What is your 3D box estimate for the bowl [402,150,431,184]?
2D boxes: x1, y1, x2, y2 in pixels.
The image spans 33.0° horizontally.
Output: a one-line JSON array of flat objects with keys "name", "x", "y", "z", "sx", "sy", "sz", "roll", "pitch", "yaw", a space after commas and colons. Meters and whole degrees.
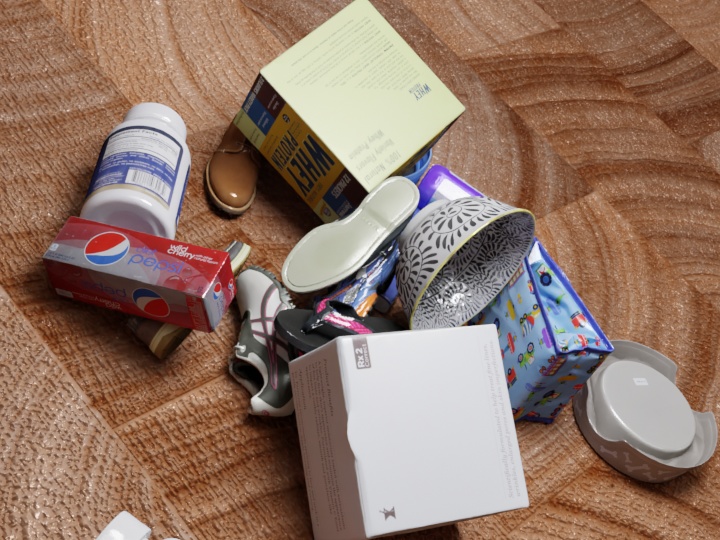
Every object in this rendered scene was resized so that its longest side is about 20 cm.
[{"name": "bowl", "x": 0.000, "y": -0.172, "z": 1.704, "sx": 0.198, "sy": 0.040, "sz": 0.202, "roll": 10, "pitch": 38, "yaw": -8}]

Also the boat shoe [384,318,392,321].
[{"name": "boat shoe", "x": 0.018, "y": 0.122, "z": 1.417, "sx": 0.075, "sy": 0.072, "sz": 0.201, "roll": 27, "pitch": 40, "yaw": -5}]

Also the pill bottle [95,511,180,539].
[{"name": "pill bottle", "x": -0.159, "y": 0.311, "z": 1.083, "sx": 0.199, "sy": 0.110, "sz": 0.110, "roll": 36, "pitch": 40, "yaw": 5}]

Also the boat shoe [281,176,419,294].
[{"name": "boat shoe", "x": -0.011, "y": -0.031, "z": 1.439, "sx": 0.074, "sy": 0.066, "sz": 0.199, "roll": 39, "pitch": 69, "yaw": 17}]

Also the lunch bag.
[{"name": "lunch bag", "x": 0.204, "y": 0.069, "z": 1.528, "sx": 0.093, "sy": 0.151, "sz": 0.201, "roll": 1, "pitch": 49, "yaw": -32}]

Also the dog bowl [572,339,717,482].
[{"name": "dog bowl", "x": 0.365, "y": 0.187, "z": 1.584, "sx": 0.198, "sy": 0.059, "sz": 0.201, "roll": 18, "pitch": 41, "yaw": -17}]

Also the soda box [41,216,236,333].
[{"name": "soda box", "x": -0.238, "y": 0.004, "z": 1.315, "sx": 0.198, "sy": 0.064, "sz": 0.070, "roll": 14, "pitch": 50, "yaw": 16}]

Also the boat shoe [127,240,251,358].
[{"name": "boat shoe", "x": -0.192, "y": 0.017, "z": 1.389, "sx": 0.065, "sy": 0.073, "sz": 0.200, "roll": 38, "pitch": 40, "yaw": 0}]

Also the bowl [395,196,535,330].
[{"name": "bowl", "x": 0.107, "y": -0.023, "z": 1.451, "sx": 0.200, "sy": 0.202, "sz": 0.094, "roll": -19, "pitch": 56, "yaw": -43}]

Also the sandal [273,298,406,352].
[{"name": "sandal", "x": -0.014, "y": 0.059, "z": 1.364, "sx": 0.198, "sy": 0.045, "sz": 0.075, "roll": 5, "pitch": 33, "yaw": -40}]

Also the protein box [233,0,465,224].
[{"name": "protein box", "x": -0.015, "y": -0.198, "z": 1.557, "sx": 0.200, "sy": 0.135, "sz": 0.198, "roll": 47, "pitch": 61, "yaw": 2}]

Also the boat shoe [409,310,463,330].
[{"name": "boat shoe", "x": 0.111, "y": 0.029, "z": 1.576, "sx": 0.059, "sy": 0.072, "sz": 0.201, "roll": 28, "pitch": 43, "yaw": -13}]

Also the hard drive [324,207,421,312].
[{"name": "hard drive", "x": 0.021, "y": -0.040, "z": 1.620, "sx": 0.131, "sy": 0.025, "sz": 0.200, "roll": 34, "pitch": 40, "yaw": 3}]

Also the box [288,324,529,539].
[{"name": "box", "x": 0.048, "y": 0.171, "z": 1.275, "sx": 0.198, "sy": 0.130, "sz": 0.201, "roll": -3, "pitch": 78, "yaw": -28}]

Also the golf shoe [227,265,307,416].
[{"name": "golf shoe", "x": -0.113, "y": 0.077, "z": 1.381, "sx": 0.087, "sy": 0.078, "sz": 0.201, "roll": -9, "pitch": 52, "yaw": -27}]

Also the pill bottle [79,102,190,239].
[{"name": "pill bottle", "x": -0.261, "y": -0.108, "z": 1.444, "sx": 0.110, "sy": 0.111, "sz": 0.201, "roll": 20, "pitch": 41, "yaw": -14}]

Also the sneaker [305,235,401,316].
[{"name": "sneaker", "x": 0.000, "y": 0.000, "z": 1.499, "sx": 0.078, "sy": 0.076, "sz": 0.201, "roll": 30, "pitch": 56, "yaw": 4}]

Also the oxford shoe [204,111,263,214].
[{"name": "oxford shoe", "x": -0.157, "y": -0.155, "z": 1.591, "sx": 0.071, "sy": 0.071, "sz": 0.201, "roll": 21, "pitch": 43, "yaw": -15}]

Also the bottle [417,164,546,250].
[{"name": "bottle", "x": 0.166, "y": -0.065, "z": 1.694, "sx": 0.199, "sy": 0.084, "sz": 0.066, "roll": 35, "pitch": 72, "yaw": 3}]
